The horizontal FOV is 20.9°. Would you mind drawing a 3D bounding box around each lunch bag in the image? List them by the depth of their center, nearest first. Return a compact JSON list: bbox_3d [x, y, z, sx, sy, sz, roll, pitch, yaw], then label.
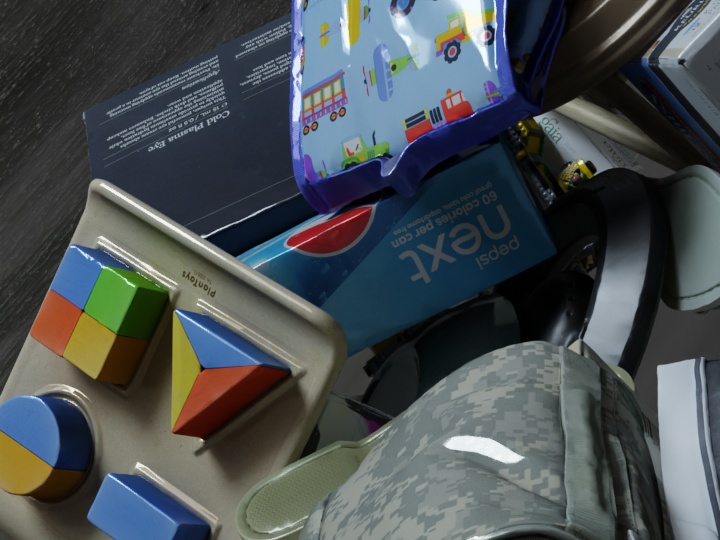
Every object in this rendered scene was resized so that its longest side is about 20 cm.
[{"bbox_3d":[0.046,0.128,0.711,0.200,0.139,0.168,-75,10,-71],"label":"lunch bag"},{"bbox_3d":[0.033,-0.127,1.012,0.150,0.094,0.201,-21,46,38],"label":"lunch bag"}]

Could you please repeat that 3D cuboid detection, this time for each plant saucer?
[{"bbox_3d":[0.118,-0.165,1.046,0.200,0.029,0.201,-36,29,23],"label":"plant saucer"},{"bbox_3d":[0.023,0.099,1.077,0.201,0.039,0.201,-58,17,29],"label":"plant saucer"}]

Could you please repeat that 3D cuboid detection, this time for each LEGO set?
[{"bbox_3d":[0.055,-0.010,1.215,0.199,0.154,0.116,-30,-11,19],"label":"LEGO set"}]

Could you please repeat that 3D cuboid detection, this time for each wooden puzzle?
[{"bbox_3d":[-0.117,0.077,0.991,0.046,0.185,0.201,7,-71,-56],"label":"wooden puzzle"}]

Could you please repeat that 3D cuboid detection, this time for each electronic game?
[{"bbox_3d":[0.105,0.039,1.038,0.200,0.041,0.200,-59,17,30],"label":"electronic game"}]

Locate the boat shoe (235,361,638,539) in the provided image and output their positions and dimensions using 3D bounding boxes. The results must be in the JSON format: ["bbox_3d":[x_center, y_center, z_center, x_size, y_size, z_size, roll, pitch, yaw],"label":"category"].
[{"bbox_3d":[0.043,0.105,0.934,0.199,0.069,0.075,-21,31,6],"label":"boat shoe"}]

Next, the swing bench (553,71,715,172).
[{"bbox_3d":[0.213,-0.159,1.164,0.199,0.200,0.130,-46,-30,-9],"label":"swing bench"}]

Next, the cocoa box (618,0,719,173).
[{"bbox_3d":[0.250,-0.129,0.976,0.200,0.133,0.131,-46,10,0],"label":"cocoa box"}]

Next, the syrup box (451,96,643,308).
[{"bbox_3d":[0.089,-0.029,1.313,0.200,0.079,0.081,-43,-6,16],"label":"syrup box"}]

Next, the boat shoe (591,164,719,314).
[{"bbox_3d":[0.180,-0.015,1.012,0.200,0.060,0.076,-133,59,-76],"label":"boat shoe"}]

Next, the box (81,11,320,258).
[{"bbox_3d":[-0.051,-0.049,1.154,0.199,0.104,0.183,-24,37,8],"label":"box"}]

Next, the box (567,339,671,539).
[{"bbox_3d":[0.055,0.136,0.859,0.200,0.095,0.078,-41,12,16],"label":"box"}]

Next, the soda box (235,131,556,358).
[{"bbox_3d":[0.000,0.000,1.033,0.199,0.068,0.064,-27,10,8],"label":"soda box"}]

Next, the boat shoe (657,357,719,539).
[{"bbox_3d":[0.152,0.095,0.729,0.067,0.072,0.200,-12,25,11],"label":"boat shoe"}]

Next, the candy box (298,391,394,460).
[{"bbox_3d":[-0.042,0.131,1.059,0.137,0.061,0.200,-69,15,-5],"label":"candy box"}]

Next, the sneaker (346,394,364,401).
[{"bbox_3d":[-0.028,0.120,1.244,0.077,0.082,0.200,-42,12,21],"label":"sneaker"}]
